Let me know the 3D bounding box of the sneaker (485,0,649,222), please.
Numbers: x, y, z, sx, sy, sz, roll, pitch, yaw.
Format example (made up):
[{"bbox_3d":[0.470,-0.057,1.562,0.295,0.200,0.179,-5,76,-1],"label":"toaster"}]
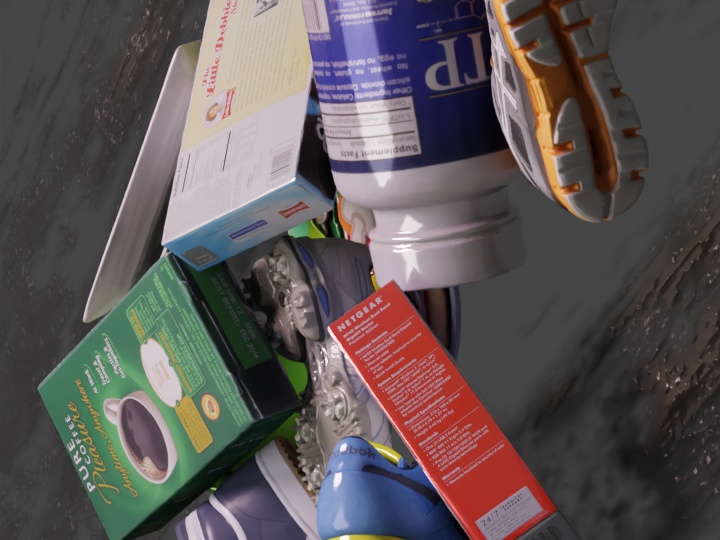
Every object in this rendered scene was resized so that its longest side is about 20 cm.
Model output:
[{"bbox_3d":[0.098,-0.125,1.472,0.077,0.078,0.201,17,119,64],"label":"sneaker"}]

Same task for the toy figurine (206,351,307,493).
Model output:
[{"bbox_3d":[-0.048,0.183,1.829,0.200,0.150,0.185,33,136,31],"label":"toy figurine"}]

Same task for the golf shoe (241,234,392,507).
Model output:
[{"bbox_3d":[0.004,0.070,1.656,0.078,0.097,0.201,-29,74,53],"label":"golf shoe"}]

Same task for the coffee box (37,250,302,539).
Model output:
[{"bbox_3d":[-0.124,0.079,1.702,0.200,0.044,0.123,-44,70,47],"label":"coffee box"}]

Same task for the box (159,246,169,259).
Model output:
[{"bbox_3d":[-0.134,0.029,1.878,0.144,0.036,0.201,121,170,-53],"label":"box"}]

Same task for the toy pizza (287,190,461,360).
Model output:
[{"bbox_3d":[0.000,0.000,1.754,0.200,0.032,0.201,36,134,50],"label":"toy pizza"}]

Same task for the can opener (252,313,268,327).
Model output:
[{"bbox_3d":[-0.060,0.125,1.920,0.066,0.052,0.201,-73,-23,-77],"label":"can opener"}]

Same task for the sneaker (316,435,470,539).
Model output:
[{"bbox_3d":[0.032,0.143,1.570,0.066,0.200,0.079,-9,72,21],"label":"sneaker"}]

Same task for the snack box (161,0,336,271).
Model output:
[{"bbox_3d":[-0.055,-0.106,1.645,0.116,0.037,0.201,-24,44,38],"label":"snack box"}]

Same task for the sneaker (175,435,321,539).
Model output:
[{"bbox_3d":[-0.037,0.213,1.677,0.200,0.108,0.070,57,-176,15],"label":"sneaker"}]

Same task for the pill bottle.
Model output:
[{"bbox_3d":[0.036,-0.096,1.549,0.120,0.119,0.201,8,111,60],"label":"pill bottle"}]

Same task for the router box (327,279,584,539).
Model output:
[{"bbox_3d":[0.075,0.121,1.556,0.180,0.049,0.200,55,-179,33],"label":"router box"}]

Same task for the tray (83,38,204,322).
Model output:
[{"bbox_3d":[-0.137,-0.061,1.859,0.107,0.022,0.201,-44,-25,-77],"label":"tray"}]
